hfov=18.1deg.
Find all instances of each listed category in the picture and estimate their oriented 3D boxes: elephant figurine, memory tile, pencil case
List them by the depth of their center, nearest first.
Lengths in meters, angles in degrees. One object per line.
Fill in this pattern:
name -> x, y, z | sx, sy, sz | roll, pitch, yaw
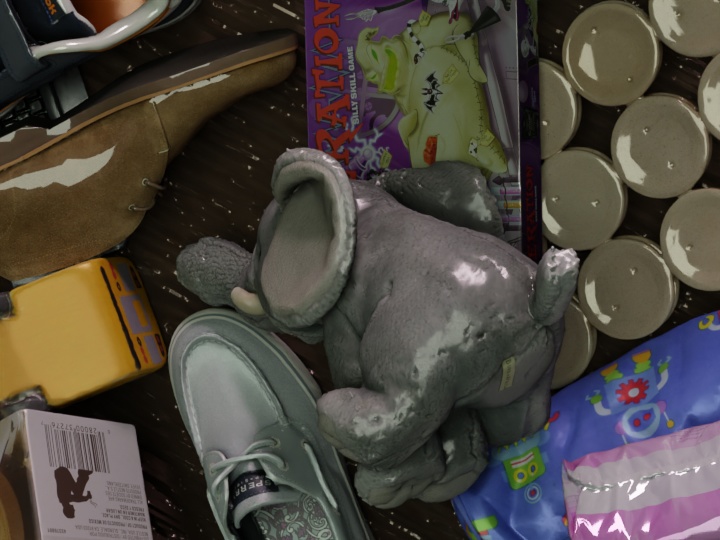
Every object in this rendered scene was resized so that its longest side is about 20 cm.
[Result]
elephant figurine -> 0.000, 0.000, 1.058 | 0.155, 0.142, 0.200 | -34, 61, -2
pencil case -> 0.136, 0.083, 1.085 | 0.199, 0.087, 0.078 | -31, 122, 13
memory tile -> 0.127, -0.048, 1.098 | 0.199, 0.017, 0.154 | -31, 85, 24

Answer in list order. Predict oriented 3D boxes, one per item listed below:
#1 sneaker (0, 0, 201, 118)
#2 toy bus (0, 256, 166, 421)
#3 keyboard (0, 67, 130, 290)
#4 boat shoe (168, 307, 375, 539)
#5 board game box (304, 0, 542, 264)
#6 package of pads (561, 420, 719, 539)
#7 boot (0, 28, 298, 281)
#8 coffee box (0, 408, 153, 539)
sneaker -> -0.175, -0.126, 1.136 | 0.199, 0.079, 0.079 | -27, 88, 5
toy bus -> -0.207, 0.057, 1.162 | 0.199, 0.078, 0.065 | -22, 88, 12
keyboard -> -0.207, -0.087, 1.187 | 0.126, 0.021, 0.201 | -21, 87, 12
boat shoe -> -0.040, 0.111, 1.130 | 0.070, 0.071, 0.202 | -28, 86, 12
board game box -> 0.030, -0.081, 1.112 | 0.119, 0.032, 0.202 | 1, 95, 32
package of pads -> 0.175, 0.160, 1.040 | 0.120, 0.076, 0.201 | -14, 123, 12
boot -> -0.114, -0.061, 1.144 | 0.199, 0.074, 0.076 | -25, 99, 7
coffee box -> -0.158, 0.184, 1.108 | 0.113, 0.080, 0.201 | -27, 64, 35
